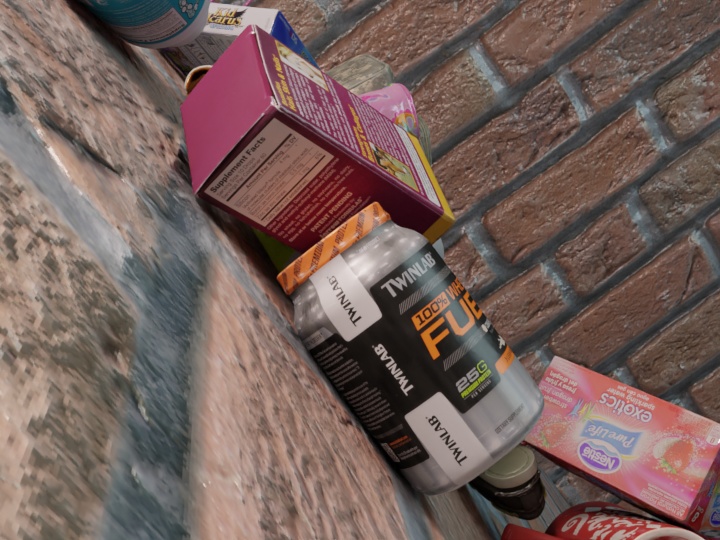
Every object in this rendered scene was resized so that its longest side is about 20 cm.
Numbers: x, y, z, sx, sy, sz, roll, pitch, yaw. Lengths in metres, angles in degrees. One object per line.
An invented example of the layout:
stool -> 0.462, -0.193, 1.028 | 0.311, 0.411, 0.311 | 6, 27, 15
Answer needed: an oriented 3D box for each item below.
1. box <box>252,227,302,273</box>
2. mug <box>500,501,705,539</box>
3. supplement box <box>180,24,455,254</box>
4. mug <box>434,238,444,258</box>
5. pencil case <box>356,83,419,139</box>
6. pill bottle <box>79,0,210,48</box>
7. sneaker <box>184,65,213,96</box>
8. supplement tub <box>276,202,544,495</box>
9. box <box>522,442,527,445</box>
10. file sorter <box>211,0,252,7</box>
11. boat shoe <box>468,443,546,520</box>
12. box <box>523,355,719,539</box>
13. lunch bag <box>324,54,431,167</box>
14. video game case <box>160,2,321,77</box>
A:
box -> 0.000, 0.000, 0.896 | 0.200, 0.048, 0.122 | 17, 31, -47
mug -> 0.237, 0.296, 0.897 | 0.200, 0.177, 0.134 | 115, -34, -78
supplement box -> -0.036, -0.088, 0.785 | 0.200, 0.103, 0.131 | 30, 28, -35
mug -> 0.030, -0.039, 1.575 | 0.200, 0.148, 0.175 | 24, 4, 14
pencil case -> -0.039, -0.126, 0.916 | 0.087, 0.200, 0.088 | 38, -44, 49
pill bottle -> -0.202, -0.270, 0.851 | 0.111, 0.111, 0.200 | 54, 4, 12
sneaker -> -0.157, -0.205, 1.106 | 0.085, 0.073, 0.200 | 55, 5, -9
supplement tub -> 0.034, 0.056, 0.709 | 0.200, 0.122, 0.123 | 52, 4, -1
box -> 0.122, 0.149, 1.165 | 0.200, 0.095, 0.100 | 54, 3, 14
file sorter -> -0.241, -0.406, 1.213 | 0.139, 0.125, 0.200 | 30, -12, 37
boat shoe -> 0.135, 0.203, 1.013 | 0.061, 0.072, 0.201 | 66, -8, -16
box -> 0.264, 0.172, 0.917 | 0.200, 0.095, 0.103 | 22, -12, 46
lunch bag -> 0.002, -0.144, 1.092 | 0.168, 0.139, 0.200 | 61, 0, -19
video game case -> -0.147, -0.262, 1.179 | 0.181, 0.046, 0.200 | 11, -15, 22
